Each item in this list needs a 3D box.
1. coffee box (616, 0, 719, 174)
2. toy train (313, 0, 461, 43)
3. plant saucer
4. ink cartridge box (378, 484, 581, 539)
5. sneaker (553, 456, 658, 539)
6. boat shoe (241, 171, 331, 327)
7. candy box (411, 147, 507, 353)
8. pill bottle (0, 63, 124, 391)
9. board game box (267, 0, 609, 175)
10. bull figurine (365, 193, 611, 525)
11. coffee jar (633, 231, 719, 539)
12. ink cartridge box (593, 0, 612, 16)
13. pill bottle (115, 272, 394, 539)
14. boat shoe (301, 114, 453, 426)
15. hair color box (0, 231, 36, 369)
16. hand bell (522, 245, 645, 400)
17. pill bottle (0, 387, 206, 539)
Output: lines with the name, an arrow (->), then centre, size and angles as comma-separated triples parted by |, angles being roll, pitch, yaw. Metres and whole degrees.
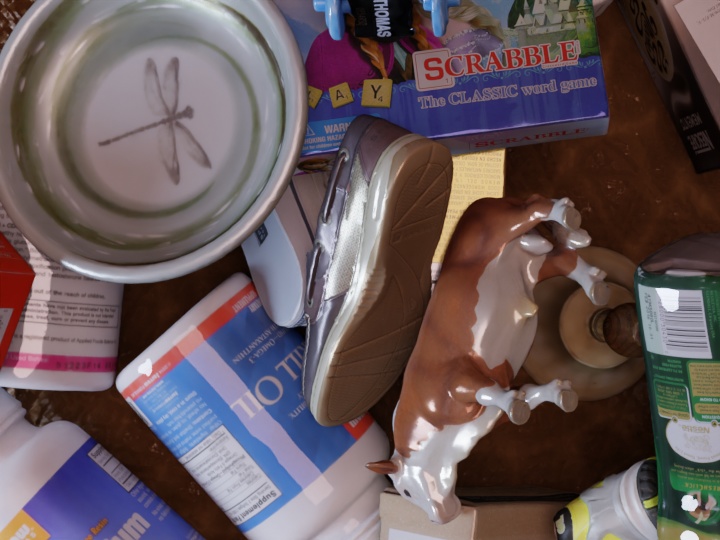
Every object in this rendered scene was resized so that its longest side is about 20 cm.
coffee box -> 0.220, -0.170, 1.173 | 0.080, 0.113, 0.200 | -25, 90, -2
toy train -> 0.010, -0.205, 0.989 | 0.087, 0.200, 0.114 | -1, 66, 4
plant saucer -> -0.121, -0.088, 1.073 | 0.200, 0.050, 0.200 | -3, 80, 15
ink cartridge box -> 0.078, 0.237, 1.137 | 0.075, 0.165, 0.200 | 6, 90, 37
sneaker -> 0.181, 0.169, 1.147 | 0.076, 0.200, 0.075 | -18, 57, 19
boat shoe -> -0.036, -0.055, 1.171 | 0.086, 0.075, 0.202 | 0, 54, -33
candy box -> 0.060, -0.013, 1.163 | 0.056, 0.117, 0.200 | 4, 90, 0
pill bottle -> -0.202, -0.028, 1.154 | 0.113, 0.113, 0.200 | 5, 90, -2
board game box -> 0.038, -0.168, 1.098 | 0.200, 0.041, 0.200 | -8, 77, 2
bull figurine -> 0.073, 0.046, 1.045 | 0.065, 0.121, 0.200 | 24, 72, -37
coffee jar -> 0.209, 0.083, 1.011 | 0.085, 0.104, 0.200 | 4, 109, 36
ink cartridge box -> 0.043, -0.196, 1.179 | 0.200, 0.084, 0.146 | -24, 89, -1
pill bottle -> -0.052, 0.109, 1.160 | 0.112, 0.112, 0.200 | -42, 92, -2
boat shoe -> 0.000, 0.000, 1.074 | 0.072, 0.065, 0.200 | -16, 133, -38
hair color box -> -0.277, -0.009, 1.104 | 0.061, 0.200, 0.102 | 6, 116, -41
hand bell -> 0.154, 0.035, 1.125 | 0.104, 0.200, 0.104 | 0, 90, -2
pill bottle -> -0.186, 0.167, 1.154 | 0.200, 0.112, 0.112 | 42, 88, -2
